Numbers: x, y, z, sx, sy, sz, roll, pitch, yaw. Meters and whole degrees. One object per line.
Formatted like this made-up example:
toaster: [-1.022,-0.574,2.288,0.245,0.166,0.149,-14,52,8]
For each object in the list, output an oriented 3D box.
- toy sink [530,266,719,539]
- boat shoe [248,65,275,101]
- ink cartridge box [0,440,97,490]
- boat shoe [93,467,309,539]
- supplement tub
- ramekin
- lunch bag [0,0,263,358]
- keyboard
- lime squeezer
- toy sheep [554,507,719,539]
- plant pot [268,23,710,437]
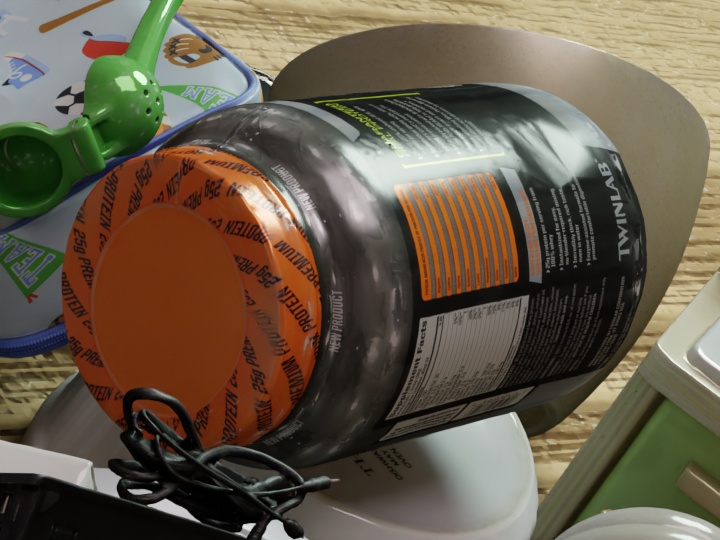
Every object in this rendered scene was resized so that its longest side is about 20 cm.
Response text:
toy sink: [0.164,0.084,1.039,0.130,0.200,0.112,38,28,8]
boat shoe: [-0.089,-0.076,1.183,0.074,0.060,0.200,44,30,22]
ink cartridge box: [-0.180,0.107,0.670,0.200,0.084,0.146,11,52,8]
boat shoe: [-0.032,0.119,0.772,0.200,0.072,0.062,23,34,-21]
supplement tub: [0.000,0.000,0.875,0.123,0.123,0.200,47,31,25]
ramekin: [-0.022,0.079,0.972,0.202,0.094,0.202,25,29,-15]
lunch bag: [-0.138,-0.049,0.993,0.160,0.076,0.200,-33,39,-23]
keyboard: [-0.050,0.091,0.678,0.040,0.104,0.200,19,-5,32]
lime squeezer: [-0.117,-0.052,0.898,0.071,0.038,0.200,31,57,33]
toy sheep: [0.098,0.161,0.918,0.138,0.138,0.200,27,29,-10]
plant pot: [0.049,-0.002,1.107,0.200,0.200,0.135,18,67,-24]
